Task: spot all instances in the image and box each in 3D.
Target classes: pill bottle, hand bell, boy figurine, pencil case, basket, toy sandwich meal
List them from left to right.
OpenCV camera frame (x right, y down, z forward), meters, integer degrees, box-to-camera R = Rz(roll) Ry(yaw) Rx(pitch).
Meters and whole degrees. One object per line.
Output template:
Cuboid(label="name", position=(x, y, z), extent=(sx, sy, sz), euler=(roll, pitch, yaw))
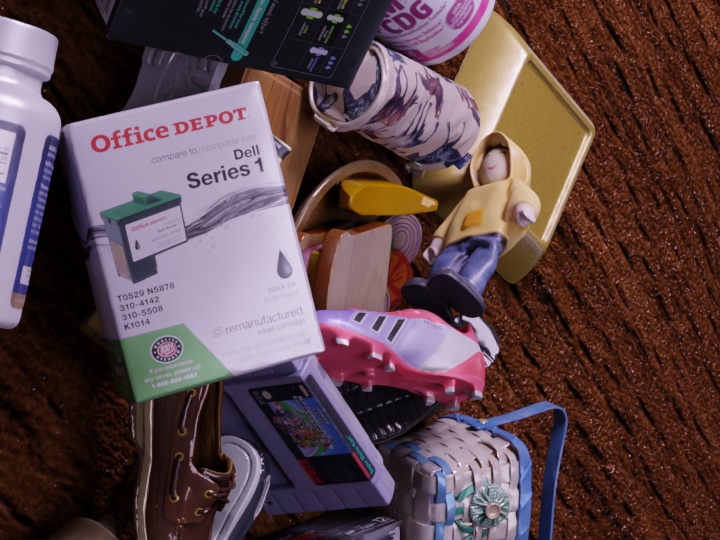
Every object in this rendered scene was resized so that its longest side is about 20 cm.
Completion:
Cuboid(label="pill bottle", position=(-0.265, -0.068, 1.133), extent=(0.111, 0.111, 0.201), euler=(15, 85, -47))
Cuboid(label="hand bell", position=(-0.186, 0.188, 1.295), extent=(0.200, 0.104, 0.105), euler=(-52, 131, -44))
Cuboid(label="toy sandwich meal", position=(0.000, 0.000, 1.436), extent=(0.205, 0.070, 0.206), euler=(-27, 125, -46))
Cuboid(label="pill bottle", position=(0.016, -0.265, 1.403), extent=(0.200, 0.113, 0.114), euler=(33, 72, -44))
Cuboid(label="pencil case", position=(0.030, -0.137, 1.435), extent=(0.200, 0.078, 0.090), euler=(16, 94, -60))
Cuboid(label="basket", position=(0.109, 0.220, 1.558), extent=(0.199, 0.139, 0.177), euler=(-10, 110, -42))
Cuboid(label="boy figurine", position=(0.111, -0.043, 1.481), extent=(0.064, 0.124, 0.200), euler=(45, 52, -24))

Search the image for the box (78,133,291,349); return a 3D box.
Cuboid(label="box", position=(-0.134, -0.024, 1.276), extent=(0.050, 0.075, 0.200), euler=(38, 76, -10))

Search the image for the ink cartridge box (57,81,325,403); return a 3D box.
Cuboid(label="ink cartridge box", position=(-0.123, -0.022, 1.194), extent=(0.145, 0.084, 0.201), euler=(-15, 94, -15))

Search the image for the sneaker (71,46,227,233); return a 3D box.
Cuboid(label="sneaker", position=(-0.153, -0.104, 1.280), extent=(0.201, 0.076, 0.081), euler=(-62, 179, -1))

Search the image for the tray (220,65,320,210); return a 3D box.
Cuboid(label="tray", position=(-0.098, -0.064, 1.369), extent=(0.098, 0.037, 0.201), euler=(27, 75, -46))

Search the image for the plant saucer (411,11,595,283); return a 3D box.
Cuboid(label="plant saucer", position=(0.153, -0.115, 1.622), extent=(0.200, 0.048, 0.201), euler=(41, 67, -43))

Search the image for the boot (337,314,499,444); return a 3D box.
Cuboid(label="boot", position=(0.023, 0.123, 1.492), extent=(0.199, 0.138, 0.078), euler=(-20, 72, -22))

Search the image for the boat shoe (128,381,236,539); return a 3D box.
Cuboid(label="boat shoe", position=(-0.130, 0.160, 1.261), extent=(0.072, 0.067, 0.201), euler=(-20, 108, -73))

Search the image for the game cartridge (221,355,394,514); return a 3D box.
Cuboid(label="game cartridge", position=(-0.066, 0.126, 1.365), extent=(0.200, 0.129, 0.038), euler=(58, 41, -34))

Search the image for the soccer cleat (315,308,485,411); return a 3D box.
Cuboid(label="soccer cleat", position=(0.024, 0.059, 1.376), extent=(0.199, 0.067, 0.077), euler=(20, 52, -37))

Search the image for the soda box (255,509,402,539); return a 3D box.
Cuboid(label="soda box", position=(-0.053, 0.262, 1.442), extent=(0.199, 0.071, 0.064), euler=(-11, 103, -46))

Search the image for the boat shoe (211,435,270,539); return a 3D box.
Cuboid(label="boat shoe", position=(-0.135, 0.225, 1.339), extent=(0.200, 0.076, 0.060), euler=(-52, 160, -1))

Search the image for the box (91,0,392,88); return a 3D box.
Cuboid(label="box", position=(-0.088, -0.234, 1.204), extent=(0.199, 0.149, 0.125), euler=(8, 126, -31))
